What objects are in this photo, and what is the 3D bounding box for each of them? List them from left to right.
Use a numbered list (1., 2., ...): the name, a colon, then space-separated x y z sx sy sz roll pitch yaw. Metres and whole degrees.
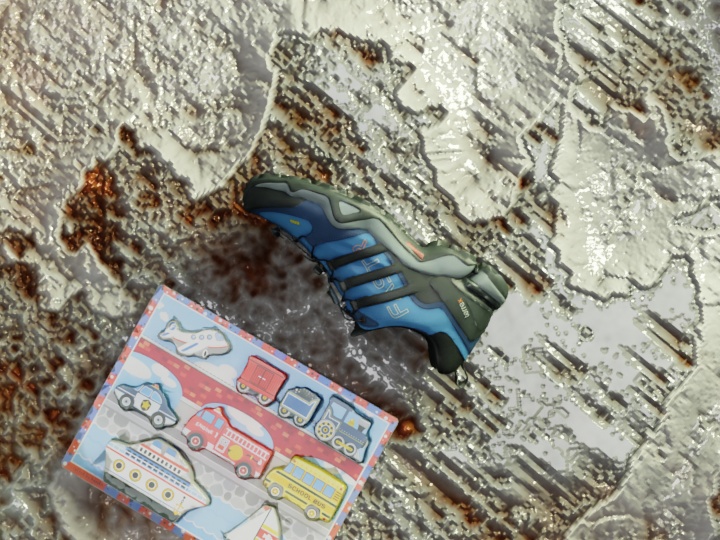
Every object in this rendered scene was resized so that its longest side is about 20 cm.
1. puzzle board: -0.095 0.123 0.903 0.199 0.017 0.151 29 89 7
2. hiking shoe: 0.000 0.000 0.874 0.199 0.074 0.087 26 88 6
